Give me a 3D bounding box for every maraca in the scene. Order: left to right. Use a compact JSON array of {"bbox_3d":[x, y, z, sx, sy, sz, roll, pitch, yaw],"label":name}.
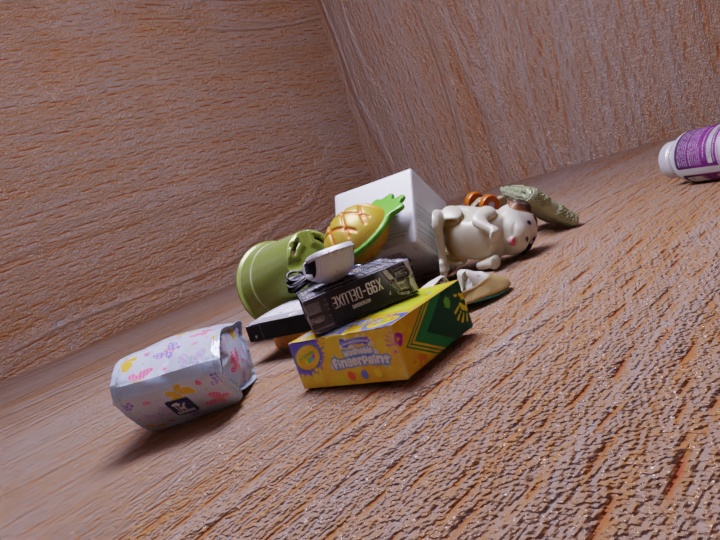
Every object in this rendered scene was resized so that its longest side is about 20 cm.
[{"bbox_3d":[0.008,-0.083,1.153,0.200,0.108,0.137,-44,30,-14],"label":"maraca"}]

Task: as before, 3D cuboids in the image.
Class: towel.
[{"bbox_3d":[0.411,-0.150,1.363,0.037,0.147,0.200,-61,10,5],"label":"towel"}]

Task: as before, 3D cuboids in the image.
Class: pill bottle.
[{"bbox_3d":[0.741,-0.250,1.255,0.110,0.114,0.200,-21,8,-13],"label":"pill bottle"}]

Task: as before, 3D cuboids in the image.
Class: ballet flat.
[{"bbox_3d":[0.155,0.032,0.940,0.197,0.064,0.068,-22,8,-20],"label":"ballet flat"}]

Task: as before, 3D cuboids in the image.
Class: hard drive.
[{"bbox_3d":[-0.098,0.078,1.080,0.197,0.039,0.139,-13,10,35],"label":"hard drive"}]

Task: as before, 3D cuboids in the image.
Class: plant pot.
[{"bbox_3d":[-0.137,0.004,1.240,0.198,0.203,0.189,-24,-2,-37],"label":"plant pot"}]

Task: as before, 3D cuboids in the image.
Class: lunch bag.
[{"bbox_3d":[-0.262,0.159,0.891,0.166,0.130,0.200,-17,-2,-1],"label":"lunch bag"}]

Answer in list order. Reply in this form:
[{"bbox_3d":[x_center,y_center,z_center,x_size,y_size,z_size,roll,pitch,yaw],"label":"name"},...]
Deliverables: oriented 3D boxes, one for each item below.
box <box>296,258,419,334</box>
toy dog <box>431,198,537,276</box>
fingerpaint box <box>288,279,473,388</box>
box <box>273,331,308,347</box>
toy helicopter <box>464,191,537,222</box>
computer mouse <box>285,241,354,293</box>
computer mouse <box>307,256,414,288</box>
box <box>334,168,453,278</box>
[{"bbox_3d":[-0.013,0.032,0.875,0.155,0.051,0.200,-22,5,-8],"label":"box"},{"bbox_3d":[0.258,-0.072,1.197,0.196,0.142,0.194,-4,16,17],"label":"toy dog"},{"bbox_3d":[0.027,0.090,0.809,0.198,0.075,0.166,-16,7,43],"label":"fingerpaint box"},{"bbox_3d":[-0.074,0.105,1.106,0.118,0.042,0.199,-25,7,-34],"label":"box"},{"bbox_3d":[0.331,-0.106,1.374,0.196,0.135,0.079,3,10,-24],"label":"toy helicopter"},{"bbox_3d":[-0.051,0.000,0.856,0.108,0.045,0.200,-19,-2,-12],"label":"computer mouse"},{"bbox_3d":[0.000,0.000,1.092,0.197,0.047,0.139,-12,0,36],"label":"computer mouse"},{"bbox_3d":[0.075,-0.083,1.297,0.196,0.175,0.199,-15,-24,29],"label":"box"}]
